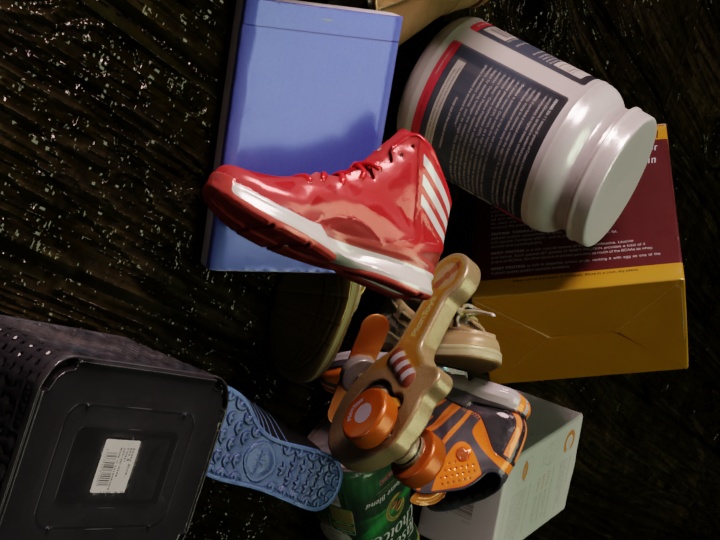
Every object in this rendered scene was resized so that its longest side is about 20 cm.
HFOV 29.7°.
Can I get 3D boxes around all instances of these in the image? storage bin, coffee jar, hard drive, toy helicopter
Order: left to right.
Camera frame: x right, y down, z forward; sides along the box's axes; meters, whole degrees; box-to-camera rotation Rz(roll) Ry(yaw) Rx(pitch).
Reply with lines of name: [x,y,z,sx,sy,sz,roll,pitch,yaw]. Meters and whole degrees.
storage bin: [-0.189,0.114,0.888,0.199,0.093,0.137,18,91,-62]
hard drive: [-0.044,-0.098,1.024,0.130,0.025,0.203,1,108,-29]
coffee jar: [0.004,0.226,1.289,0.104,0.084,0.202,-44,141,-39]
toy helicopter: [0.035,0.074,1.118,0.079,0.132,0.202,40,71,-30]

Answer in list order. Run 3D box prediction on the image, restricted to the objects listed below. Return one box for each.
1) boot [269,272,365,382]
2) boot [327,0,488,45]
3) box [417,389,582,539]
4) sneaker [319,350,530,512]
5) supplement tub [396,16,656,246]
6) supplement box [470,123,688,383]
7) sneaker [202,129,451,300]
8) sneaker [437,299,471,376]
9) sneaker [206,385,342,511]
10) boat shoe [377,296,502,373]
boot: [0.000,0.000,1.172,0.155,0.072,0.203,10,95,-62]
boot: [0.053,-0.271,1.113,0.199,0.065,0.178,-33,132,-46]
box: [0.162,0.231,1.550,0.199,0.096,0.126,-17,120,-55]
sneaker: [0.042,0.141,1.178,0.113,0.197,0.078,-70,154,-18]
supplement tub: [0.143,-0.122,1.193,0.140,0.199,0.141,-47,156,-29]
supplement box: [0.213,-0.016,1.329,0.134,0.194,0.202,72,17,-47]
sneaker: [-0.018,-0.062,1.009,0.198,0.078,0.117,26,76,-31]
sneaker: [0.073,0.070,1.325,0.201,0.076,0.087,-64,148,-52]
sneaker: [-0.103,0.134,1.081,0.199,0.077,0.071,38,75,-37]
boat shoe: [0.063,0.050,1.209,0.072,0.199,0.064,17,86,-28]
